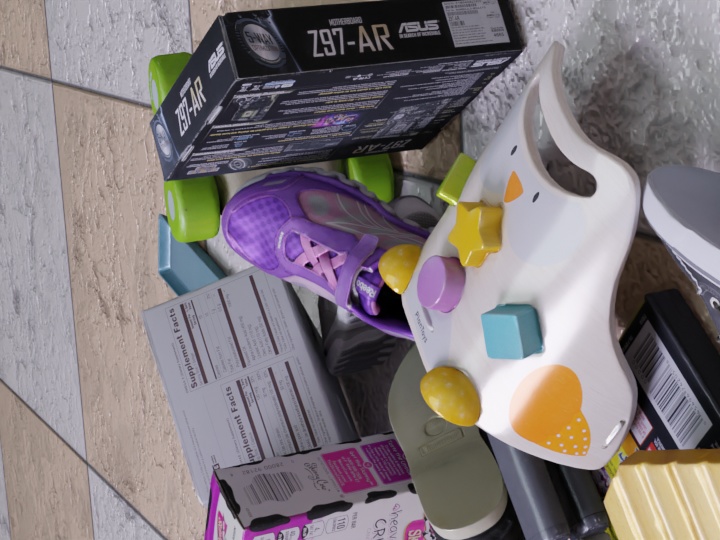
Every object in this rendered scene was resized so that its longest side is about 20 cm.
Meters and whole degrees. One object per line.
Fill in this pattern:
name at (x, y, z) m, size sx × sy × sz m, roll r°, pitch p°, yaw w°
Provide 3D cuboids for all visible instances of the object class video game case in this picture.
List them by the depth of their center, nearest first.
video game case at (0.181, 0.143, 0.857) m, size 0.201 × 0.025 × 0.182 m, roll 63°, pitch 149°, yaw 31°

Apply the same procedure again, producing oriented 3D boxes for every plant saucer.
plant saucer at (-0.157, 0.012, 1.511) m, size 0.200 × 0.019 × 0.071 m, roll 43°, pitch 136°, yaw 53°

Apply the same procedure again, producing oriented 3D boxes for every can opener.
can opener at (0.114, 0.150, 0.906) m, size 0.067 × 0.052 × 0.202 m, roll -49°, pitch 55°, yaw 58°

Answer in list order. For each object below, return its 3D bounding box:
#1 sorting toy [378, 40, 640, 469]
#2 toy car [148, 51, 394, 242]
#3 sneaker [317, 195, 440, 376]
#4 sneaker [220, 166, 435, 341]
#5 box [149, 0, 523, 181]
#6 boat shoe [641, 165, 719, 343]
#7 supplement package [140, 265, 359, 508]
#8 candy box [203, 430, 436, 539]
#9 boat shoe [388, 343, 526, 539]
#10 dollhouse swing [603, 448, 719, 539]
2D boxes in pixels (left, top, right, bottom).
sorting toy at (0.096, -0.023, 0.859) m, size 0.201 × 0.106 × 0.181 m, roll -110°, pitch 32°, yaw -43°
toy car at (-0.085, -0.099, 1.182) m, size 0.200 × 0.162 × 0.160 m, roll 180°, pitch 81°, yaw -73°
sneaker at (0.000, 0.000, 1.119) m, size 0.083 × 0.074 × 0.200 m, roll 66°, pitch 151°, yaw 24°
sneaker at (-0.002, -0.005, 0.993) m, size 0.198 × 0.088 × 0.081 m, roll 21°, pitch 111°, yaw 10°
box at (-0.018, -0.116, 0.979) m, size 0.160 × 0.198 × 0.044 m, roll -41°, pitch 62°, yaw 61°
boat shoe at (0.202, 0.021, 0.736) m, size 0.200 × 0.069 × 0.067 m, roll 43°, pitch 135°, yaw 41°
supplement package at (-0.070, 0.110, 1.168) m, size 0.200 × 0.110 × 0.157 m, roll 67°, pitch -179°, yaw -67°
candy box at (-0.006, 0.185, 1.053) m, size 0.061 × 0.198 × 0.137 m, roll 53°, pitch 144°, yaw 44°
boat shoe at (0.065, 0.116, 1.001) m, size 0.202 × 0.073 × 0.063 m, roll -100°, pitch -16°, yaw -54°
dollhouse swing at (0.167, 0.208, 0.716) m, size 0.176 × 0.182 × 0.199 m, roll 54°, pitch 151°, yaw -16°
